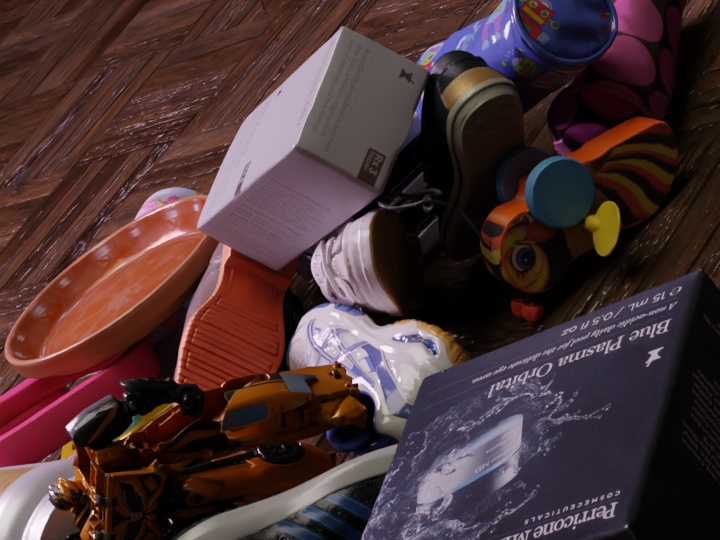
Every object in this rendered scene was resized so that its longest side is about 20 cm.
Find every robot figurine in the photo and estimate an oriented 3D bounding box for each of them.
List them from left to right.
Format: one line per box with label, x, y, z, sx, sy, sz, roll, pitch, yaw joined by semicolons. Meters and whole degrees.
robot figurine;-0.097;0.124;1.505;0.200;0.145;0.058;-13;38;-25

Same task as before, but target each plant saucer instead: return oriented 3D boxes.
plant saucer;-0.182;0.016;1.829;0.200;0.032;0.200;-31;19;12

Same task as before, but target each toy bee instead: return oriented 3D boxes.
toy bee;0.120;-0.028;1.597;0.199;0.109;0.131;-12;16;4

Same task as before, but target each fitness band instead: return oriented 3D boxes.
fitness band;-0.237;0.110;1.789;0.200;0.037;0.144;-36;14;-30

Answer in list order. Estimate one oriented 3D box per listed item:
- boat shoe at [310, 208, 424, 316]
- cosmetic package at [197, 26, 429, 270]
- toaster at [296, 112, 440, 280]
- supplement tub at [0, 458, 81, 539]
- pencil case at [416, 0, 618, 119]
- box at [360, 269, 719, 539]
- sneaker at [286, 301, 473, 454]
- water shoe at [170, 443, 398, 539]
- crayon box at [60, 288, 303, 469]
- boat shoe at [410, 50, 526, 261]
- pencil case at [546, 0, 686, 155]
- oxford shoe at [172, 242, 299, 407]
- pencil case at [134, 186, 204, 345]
boat shoe;0.000;0.000;1.645;0.069;0.071;0.200;-3;-7;8
cosmetic package;-0.035;-0.080;1.638;0.200;0.074;0.102;-38;27;62
toaster;0.015;-0.072;1.812;0.200;0.114;0.129;-43;26;-9
supplement tub;-0.216;0.202;1.612;0.200;0.145;0.145;-11;36;51
pencil case;0.104;-0.149;1.665;0.087;0.078;0.200;-64;13;-23
box;0.113;0.128;1.258;0.196;0.117;0.200;-24;28;35
sneaker;-0.007;0.077;1.608;0.088;0.075;0.200;-51;22;-20
water shoe;-0.020;0.170;1.475;0.200;0.079;0.072;-22;-18;-5
crayon box;-0.133;0.092;1.814;0.200;0.052;0.126;-34;22;13
boat shoe;0.076;-0.078;1.644;0.075;0.200;0.062;-28;59;-14
pencil case;0.183;-0.152;1.725;0.094;0.091;0.200;-21;30;29
oxford shoe;-0.095;0.046;1.713;0.073;0.071;0.200;-47;17;47
pencil case;-0.152;0.011;1.962;0.090;0.083;0.200;8;29;0
